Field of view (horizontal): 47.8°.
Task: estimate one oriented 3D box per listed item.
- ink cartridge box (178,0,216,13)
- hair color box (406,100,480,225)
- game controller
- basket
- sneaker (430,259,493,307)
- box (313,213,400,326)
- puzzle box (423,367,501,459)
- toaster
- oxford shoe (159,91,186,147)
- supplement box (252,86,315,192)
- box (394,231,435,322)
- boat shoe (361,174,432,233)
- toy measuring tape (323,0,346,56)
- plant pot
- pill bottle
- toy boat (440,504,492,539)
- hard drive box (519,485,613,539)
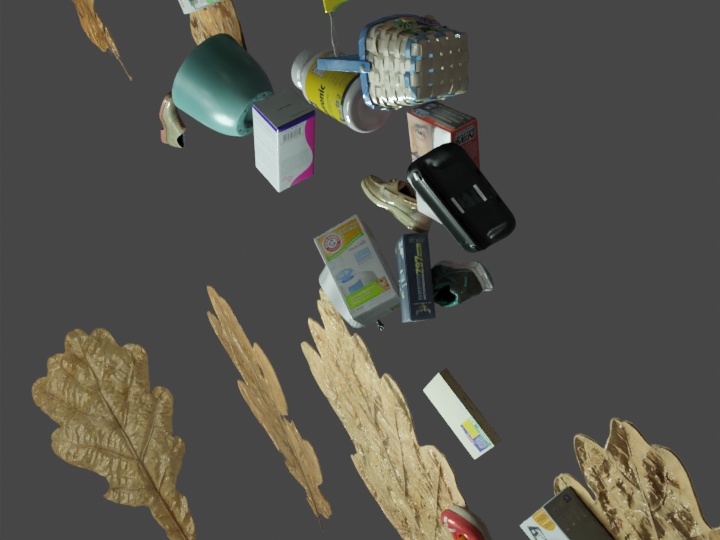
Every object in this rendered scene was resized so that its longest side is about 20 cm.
[{"bbox_3d":[-0.342,-0.644,1.743,0.200,0.084,0.146,11,127,59],"label":"ink cartridge box"},{"bbox_3d":[0.144,-0.173,1.370,0.111,0.064,0.200,35,146,43],"label":"hair color box"},{"bbox_3d":[0.165,-0.115,1.320,0.200,0.104,0.042,48,-158,-24],"label":"game controller"},{"bbox_3d":[0.058,-0.320,1.247,0.200,0.176,0.139,11,114,42],"label":"basket"},{"bbox_3d":[0.161,0.030,1.533,0.078,0.091,0.200,60,157,-7],"label":"sneaker"},{"bbox_3d":[0.000,0.000,1.710,0.200,0.112,0.101,64,-172,18],"label":"box"},{"bbox_3d":[0.226,0.324,1.829,0.200,0.025,0.133,53,155,13],"label":"puzzle box"},{"bbox_3d":[-0.004,0.037,1.839,0.200,0.114,0.129,54,153,19],"label":"toaster"},{"bbox_3d":[-0.551,-0.448,2.425,0.075,0.071,0.200,26,147,8],"label":"oxford shoe"},{"bbox_3d":[-0.168,-0.287,1.798,0.103,0.101,0.200,47,153,26],"label":"supplement box"},{"bbox_3d":[0.101,0.018,1.540,0.200,0.051,0.158,106,159,-86],"label":"box"},{"bbox_3d":[0.075,-0.141,1.549,0.200,0.072,0.065,44,116,44],"label":"boat shoe"},{"bbox_3d":[-0.025,-0.451,1.364,0.074,0.073,0.200,30,139,48],"label":"toy measuring tape"},{"bbox_3d":[-0.290,-0.396,1.808,0.161,0.201,0.201,40,152,12],"label":"plant pot"},{"bbox_3d":[-0.037,-0.335,1.476,0.200,0.111,0.111,38,149,40],"label":"pill bottle"},{"bbox_3d":[0.258,0.703,2.073,0.130,0.131,0.200,3,121,61],"label":"toy boat"},{"bbox_3d":[0.433,0.553,1.630,0.200,0.077,0.156,50,155,20],"label":"hard drive box"}]
